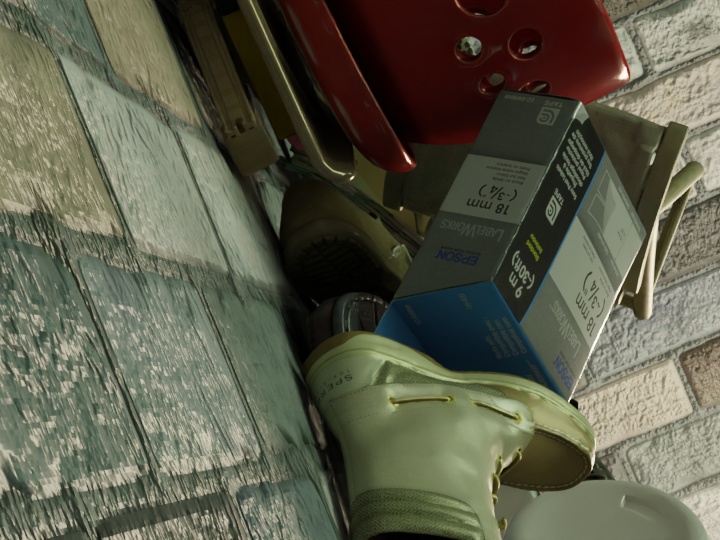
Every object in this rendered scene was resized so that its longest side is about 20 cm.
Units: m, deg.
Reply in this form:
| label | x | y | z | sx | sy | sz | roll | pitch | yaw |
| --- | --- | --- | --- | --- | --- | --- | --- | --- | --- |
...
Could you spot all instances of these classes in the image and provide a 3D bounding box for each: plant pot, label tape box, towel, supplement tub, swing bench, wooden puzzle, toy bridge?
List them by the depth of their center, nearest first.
| label | x | y | z | sx | sy | sz | roll | pitch | yaw |
| --- | --- | --- | --- | --- | --- | --- | --- | --- | --- |
| label tape box | 0.092 | 0.013 | 1.446 | 0.200 | 0.063 | 0.144 | -62 | 144 | -23 |
| toy bridge | -0.092 | -0.144 | 1.503 | 0.200 | 0.027 | 0.067 | -108 | 173 | -50 |
| wooden puzzle | -0.067 | -0.159 | 1.515 | 0.200 | 0.037 | 0.185 | 61 | 6 | -18 |
| plant pot | 0.052 | -0.170 | 1.519 | 0.201 | 0.182 | 0.200 | 61 | 7 | -12 |
| supplement tub | 0.173 | 0.264 | 1.672 | 0.144 | 0.144 | 0.200 | -105 | -171 | -58 |
| swing bench | 0.134 | -0.064 | 1.757 | 0.200 | 0.199 | 0.130 | 28 | 82 | -76 |
| towel | 0.029 | -0.024 | 1.790 | 0.200 | 0.023 | 0.153 | 36 | 1 | 7 |

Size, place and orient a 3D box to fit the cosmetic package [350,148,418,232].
| label | x | y | z | sx | sy | sz | roll | pitch | yaw |
| --- | --- | --- | --- | --- | --- | --- | --- | --- | --- |
| cosmetic package | 0.039 | -0.011 | 1.917 | 0.071 | 0.105 | 0.200 | -65 | 131 | -84 |

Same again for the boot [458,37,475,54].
| label | x | y | z | sx | sy | sz | roll | pitch | yaw |
| --- | --- | --- | --- | --- | --- | --- | --- | --- | --- |
| boot | -0.011 | -0.197 | 1.871 | 0.204 | 0.154 | 0.073 | 63 | 4 | 30 |

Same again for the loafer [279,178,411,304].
| label | x | y | z | sx | sy | sz | roll | pitch | yaw |
| --- | --- | --- | --- | --- | --- | --- | --- | --- | --- |
| loafer | 0.000 | 0.000 | 1.574 | 0.200 | 0.076 | 0.068 | 60 | 15 | -59 |

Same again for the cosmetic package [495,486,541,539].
| label | x | y | z | sx | sy | sz | roll | pitch | yaw |
| --- | --- | --- | --- | --- | --- | --- | --- | --- | --- |
| cosmetic package | 0.079 | 0.136 | 1.812 | 0.113 | 0.081 | 0.200 | -98 | 166 | -71 |

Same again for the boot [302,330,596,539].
| label | x | y | z | sx | sy | sz | roll | pitch | yaw |
| --- | --- | --- | --- | --- | --- | --- | --- | --- | --- |
| boot | 0.065 | 0.126 | 1.352 | 0.200 | 0.072 | 0.155 | 21 | 35 | -31 |

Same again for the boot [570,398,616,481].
| label | x | y | z | sx | sy | sz | roll | pitch | yaw |
| --- | --- | --- | --- | --- | --- | --- | --- | --- | --- |
| boot | 0.153 | 0.136 | 1.817 | 0.200 | 0.069 | 0.174 | 102 | -36 | -85 |

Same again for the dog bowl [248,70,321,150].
| label | x | y | z | sx | sy | sz | roll | pitch | yaw |
| --- | --- | --- | --- | --- | --- | --- | --- | --- | --- |
| dog bowl | -0.054 | -0.174 | 1.708 | 0.200 | 0.074 | 0.200 | 60 | 7 | -11 |

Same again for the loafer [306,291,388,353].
| label | x | y | z | sx | sy | sz | roll | pitch | yaw |
| --- | --- | --- | --- | --- | --- | --- | --- | --- | --- |
| loafer | 0.003 | 0.063 | 1.468 | 0.200 | 0.063 | 0.072 | 32 | 52 | -64 |
